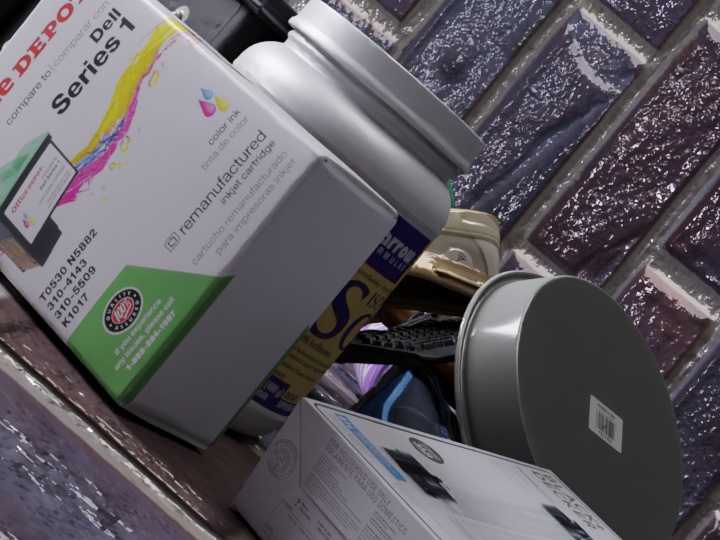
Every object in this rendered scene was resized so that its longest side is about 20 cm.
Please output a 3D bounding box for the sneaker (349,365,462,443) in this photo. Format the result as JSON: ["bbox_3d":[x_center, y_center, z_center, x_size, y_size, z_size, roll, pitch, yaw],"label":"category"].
[{"bbox_3d":[0.033,0.105,1.204,0.077,0.078,0.200,48,4,7],"label":"sneaker"}]

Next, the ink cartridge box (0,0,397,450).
[{"bbox_3d":[-0.103,-0.038,0.880,0.200,0.145,0.084,42,4,34],"label":"ink cartridge box"}]

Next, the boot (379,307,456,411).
[{"bbox_3d":[0.099,0.125,1.283,0.200,0.069,0.189,36,-12,38],"label":"boot"}]

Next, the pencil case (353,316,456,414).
[{"bbox_3d":[0.039,0.081,1.511,0.084,0.086,0.200,41,2,-11],"label":"pencil case"}]

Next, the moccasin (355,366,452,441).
[{"bbox_3d":[0.017,0.115,1.011,0.068,0.080,0.200,44,17,-5],"label":"moccasin"}]

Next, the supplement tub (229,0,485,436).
[{"bbox_3d":[-0.042,-0.029,0.985,0.145,0.200,0.145,40,3,-3],"label":"supplement tub"}]

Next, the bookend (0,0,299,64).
[{"bbox_3d":[-0.141,-0.115,1.092,0.199,0.200,0.092,47,7,39],"label":"bookend"}]

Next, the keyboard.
[{"bbox_3d":[0.049,0.040,1.157,0.126,0.021,0.199,0,3,36],"label":"keyboard"}]

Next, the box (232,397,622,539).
[{"bbox_3d":[0.051,0.131,0.840,0.199,0.060,0.117,22,16,-47],"label":"box"}]

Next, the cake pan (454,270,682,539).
[{"bbox_3d":[0.130,0.092,1.086,0.199,0.037,0.202,27,53,-42],"label":"cake pan"}]

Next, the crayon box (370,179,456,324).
[{"bbox_3d":[-0.015,-0.020,1.241,0.200,0.117,0.059,114,-32,-66],"label":"crayon box"}]

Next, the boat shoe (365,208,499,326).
[{"bbox_3d":[0.000,0.000,1.112,0.198,0.070,0.074,0,-19,-23],"label":"boat shoe"}]
